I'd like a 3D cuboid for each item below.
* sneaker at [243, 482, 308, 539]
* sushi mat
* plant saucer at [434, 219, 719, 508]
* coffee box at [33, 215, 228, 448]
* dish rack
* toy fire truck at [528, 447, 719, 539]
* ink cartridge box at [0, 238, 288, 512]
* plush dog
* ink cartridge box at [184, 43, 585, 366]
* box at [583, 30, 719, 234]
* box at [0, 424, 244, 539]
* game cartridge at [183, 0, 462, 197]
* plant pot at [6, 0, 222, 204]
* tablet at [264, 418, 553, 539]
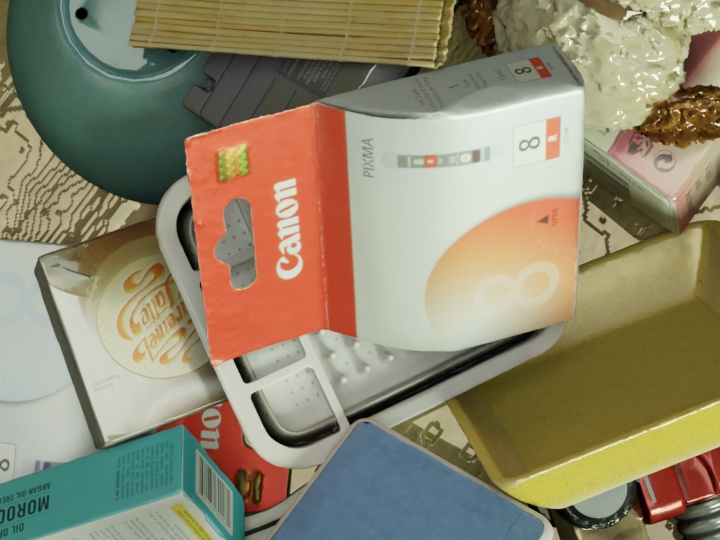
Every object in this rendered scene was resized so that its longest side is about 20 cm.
[{"bbox_3d":[-0.045,0.190,1.230,0.200,0.115,0.076,-33,119,1],"label":"sneaker"},{"bbox_3d":[-0.033,-0.155,1.126,0.199,0.012,0.096,8,77,33],"label":"sushi mat"},{"bbox_3d":[0.147,0.058,1.204,0.199,0.200,0.049,-21,115,-4],"label":"plant saucer"},{"bbox_3d":[-0.075,0.016,1.245,0.199,0.080,0.115,-19,87,-12],"label":"coffee box"},{"bbox_3d":[0.000,0.000,1.198,0.199,0.044,0.172,-25,89,-12],"label":"dish rack"},{"bbox_3d":[0.217,0.153,1.229,0.199,0.129,0.177,-18,85,-9],"label":"toy fire truck"},{"bbox_3d":[-0.139,0.069,1.285,0.199,0.047,0.161,5,86,6],"label":"ink cartridge box"},{"bbox_3d":[0.140,-0.151,1.115,0.199,0.160,0.172,33,116,18],"label":"plush dog"},{"bbox_3d":[0.017,-0.021,1.106,0.199,0.163,0.050,-17,44,-15],"label":"ink cartridge box"},{"bbox_3d":[0.196,-0.137,1.230,0.109,0.128,0.200,37,90,12],"label":"box"},{"bbox_3d":[-0.172,0.157,1.240,0.199,0.082,0.049,-18,46,16],"label":"box"},{"bbox_3d":[-0.003,-0.146,1.147,0.129,0.038,0.201,34,93,43],"label":"game cartridge"},{"bbox_3d":[-0.119,-0.144,1.253,0.199,0.135,0.201,0,86,4],"label":"plant pot"},{"bbox_3d":[-0.005,0.179,1.107,0.130,0.014,0.200,28,66,25],"label":"tablet"}]
